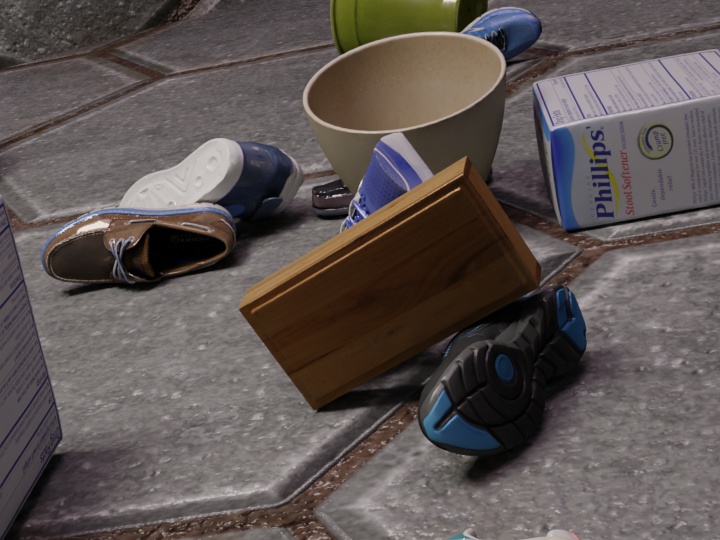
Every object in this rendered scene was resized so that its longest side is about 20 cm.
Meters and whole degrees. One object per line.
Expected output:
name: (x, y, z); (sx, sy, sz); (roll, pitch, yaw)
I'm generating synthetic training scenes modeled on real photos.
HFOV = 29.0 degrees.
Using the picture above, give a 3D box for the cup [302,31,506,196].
cup: (0.054, -0.124, 1.362); (0.197, 0.145, 0.201); (-10, 33, 6)

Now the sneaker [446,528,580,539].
sneaker: (0.108, 0.164, 0.686); (0.198, 0.071, 0.093); (1, 29, 38)

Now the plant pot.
plant pot: (0.083, -0.399, 2.085); (0.190, 0.203, 0.200); (12, 28, 24)

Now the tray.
tray: (0.020, 0.013, 0.997); (0.199, 0.099, 0.037); (-31, 17, 21)

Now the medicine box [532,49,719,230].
medicine box: (0.273, -0.130, 1.339); (0.197, 0.104, 0.183); (-10, 20, 6)

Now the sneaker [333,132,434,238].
sneaker: (0.000, 0.000, 1.056); (0.114, 0.201, 0.081); (-24, 59, -23)

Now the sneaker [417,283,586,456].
sneaker: (0.088, 0.076, 0.965); (0.081, 0.074, 0.199); (-19, 7, 37)

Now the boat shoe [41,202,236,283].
boat shoe: (-0.222, -0.024, 1.385); (0.197, 0.073, 0.072); (-13, 21, -4)

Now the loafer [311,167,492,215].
loafer: (0.040, -0.109, 1.476); (0.197, 0.064, 0.072); (-12, 20, -1)

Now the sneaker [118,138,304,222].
sneaker: (-0.152, -0.071, 1.500); (0.199, 0.082, 0.145); (-30, -26, 34)

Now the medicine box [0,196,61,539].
medicine box: (-0.294, 0.075, 0.943); (0.101, 0.203, 0.183); (-6, 20, 8)

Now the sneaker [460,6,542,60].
sneaker: (0.161, -0.303, 1.936); (0.197, 0.079, 0.089); (-20, 27, 3)
